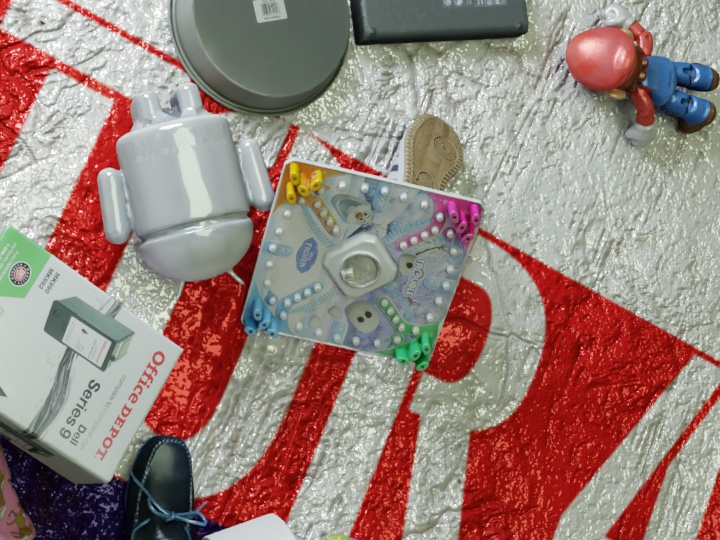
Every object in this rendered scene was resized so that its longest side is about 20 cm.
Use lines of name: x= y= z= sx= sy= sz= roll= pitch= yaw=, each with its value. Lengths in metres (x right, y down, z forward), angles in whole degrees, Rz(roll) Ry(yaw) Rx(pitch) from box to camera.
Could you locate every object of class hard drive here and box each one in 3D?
hard drive: x=0.080 y=-0.318 z=1.687 sx=0.199 sy=0.033 sz=0.140 roll=-6 pitch=87 yaw=-24

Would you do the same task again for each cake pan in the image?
cake pan: x=-0.097 y=-0.259 z=1.601 sx=0.199 sy=0.037 sz=0.201 roll=3 pitch=83 yaw=-23

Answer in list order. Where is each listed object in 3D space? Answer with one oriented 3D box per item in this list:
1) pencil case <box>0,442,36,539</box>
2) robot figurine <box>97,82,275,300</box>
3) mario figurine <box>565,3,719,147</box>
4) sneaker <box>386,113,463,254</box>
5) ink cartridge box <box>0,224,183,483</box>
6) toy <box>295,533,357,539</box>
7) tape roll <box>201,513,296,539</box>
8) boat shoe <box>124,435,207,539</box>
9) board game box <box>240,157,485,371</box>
pencil case: x=-0.359 y=0.165 z=1.419 sx=0.086 sy=0.083 sz=0.201 roll=-16 pitch=91 yaw=-13
robot figurine: x=-0.169 y=-0.076 z=1.509 sx=0.169 sy=0.113 sz=0.201 roll=-14 pitch=90 yaw=-12
mario figurine: x=0.306 y=-0.220 z=1.768 sx=0.199 sy=0.106 sz=0.124 roll=16 pitch=42 yaw=-32
sneaker: x=0.044 y=-0.072 z=1.635 sx=0.070 sy=0.109 sz=0.200 roll=30 pitch=43 yaw=-16
ink cartridge box: x=-0.278 y=0.077 z=1.383 sx=0.200 sy=0.084 sz=0.146 roll=37 pitch=66 yaw=-22
toy: x=-0.005 y=0.286 z=1.494 sx=0.115 sy=0.200 sz=0.047 roll=35 pitch=91 yaw=-17
tape roll: x=-0.082 y=0.331 z=1.455 sx=0.071 sy=0.202 sz=0.203 roll=-16 pitch=91 yaw=-18
boat shoe: x=-0.183 y=0.258 z=1.492 sx=0.084 sy=0.069 sz=0.201 roll=3 pitch=83 yaw=-23
board game box: x=0.000 y=0.000 z=1.533 sx=0.199 sy=0.026 sz=0.201 roll=12 pitch=122 yaw=-9
